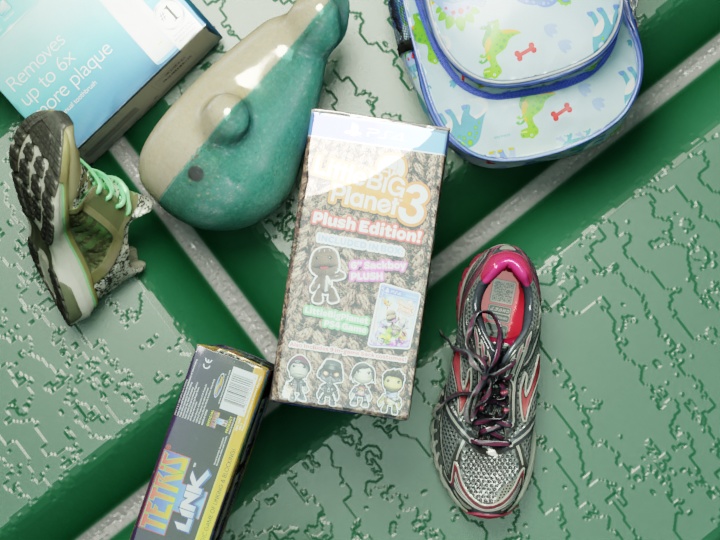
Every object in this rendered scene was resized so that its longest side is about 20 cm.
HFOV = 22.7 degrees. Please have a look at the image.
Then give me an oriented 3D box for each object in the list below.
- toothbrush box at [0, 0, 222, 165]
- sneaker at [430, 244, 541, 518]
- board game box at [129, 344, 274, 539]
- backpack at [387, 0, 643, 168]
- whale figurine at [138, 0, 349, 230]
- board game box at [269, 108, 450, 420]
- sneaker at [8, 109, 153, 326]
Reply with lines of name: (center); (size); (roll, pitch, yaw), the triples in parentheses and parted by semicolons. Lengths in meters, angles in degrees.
toothbrush box: (-0.223, -0.199, 1.324); (0.146, 0.085, 0.200); (-42, 87, 3)
sneaker: (0.093, 0.081, 1.319); (0.080, 0.075, 0.202); (2, 88, 0)
board game box: (-0.116, 0.153, 1.269); (0.056, 0.165, 0.202); (19, 87, 0)
backpack: (0.114, -0.179, 1.297); (0.181, 0.147, 0.202); (-14, 90, 2)
whale figurine: (-0.068, -0.111, 1.290); (0.104, 0.159, 0.200); (44, 104, -3)
board game box: (0.000, 0.000, 1.280); (0.096, 0.159, 0.202); (8, 86, 1)
sneaker: (-0.194, -0.050, 1.287); (0.088, 0.201, 0.077); (-26, 58, -21)
